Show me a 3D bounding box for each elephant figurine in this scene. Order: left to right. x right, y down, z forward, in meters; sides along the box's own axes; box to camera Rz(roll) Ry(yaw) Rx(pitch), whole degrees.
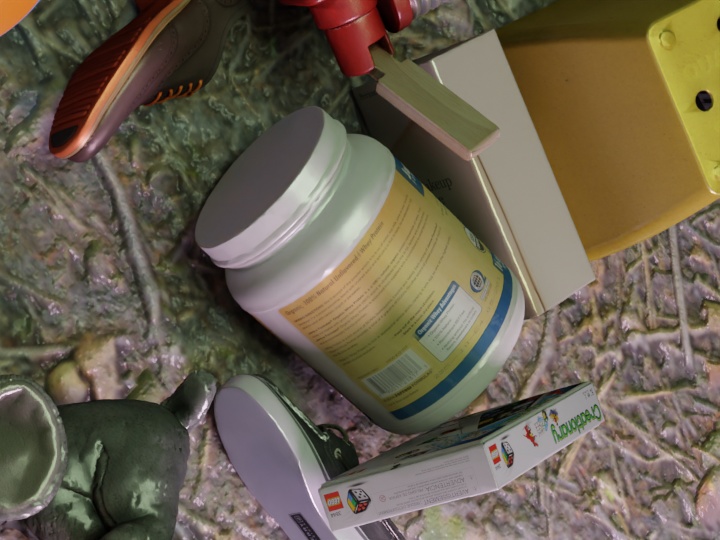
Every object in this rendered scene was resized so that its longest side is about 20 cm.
[{"bbox_3d":[-0.210,0.120,1.003,0.199,0.142,0.156,24,39,-14],"label":"elephant figurine"}]

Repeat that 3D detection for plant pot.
[{"bbox_3d":[0.247,-0.136,1.313,0.199,0.176,0.201,-27,100,-21],"label":"plant pot"}]

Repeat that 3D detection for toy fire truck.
[{"bbox_3d":[0.045,-0.190,1.158,0.176,0.129,0.201,-30,112,-19],"label":"toy fire truck"}]

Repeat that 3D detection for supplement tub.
[{"bbox_3d":[0.000,0.000,1.156,0.200,0.144,0.145,43,60,-23],"label":"supplement tub"}]

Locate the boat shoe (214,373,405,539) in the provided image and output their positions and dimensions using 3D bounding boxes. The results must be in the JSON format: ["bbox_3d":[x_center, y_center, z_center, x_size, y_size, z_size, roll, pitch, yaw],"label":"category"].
[{"bbox_3d":[-0.026,0.142,1.164,0.200,0.070,0.066,56,49,-16],"label":"boat shoe"}]

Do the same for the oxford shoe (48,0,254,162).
[{"bbox_3d":[-0.132,-0.136,1.130,0.073,0.071,0.200,48,58,-26],"label":"oxford shoe"}]

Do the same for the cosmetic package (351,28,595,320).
[{"bbox_3d":[0.084,-0.064,1.255,0.073,0.103,0.201,-30,99,-35],"label":"cosmetic package"}]

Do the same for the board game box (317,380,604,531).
[{"bbox_3d":[0.073,0.124,1.156,0.200,0.126,0.035,-16,88,-61],"label":"board game box"}]

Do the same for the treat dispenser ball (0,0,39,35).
[{"bbox_3d":[-0.261,-0.219,0.967,0.200,0.201,0.202,7,78,-35],"label":"treat dispenser ball"}]

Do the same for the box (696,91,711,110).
[{"bbox_3d":[0.339,-0.220,1.499,0.198,0.050,0.200,-40,104,-31],"label":"box"}]
